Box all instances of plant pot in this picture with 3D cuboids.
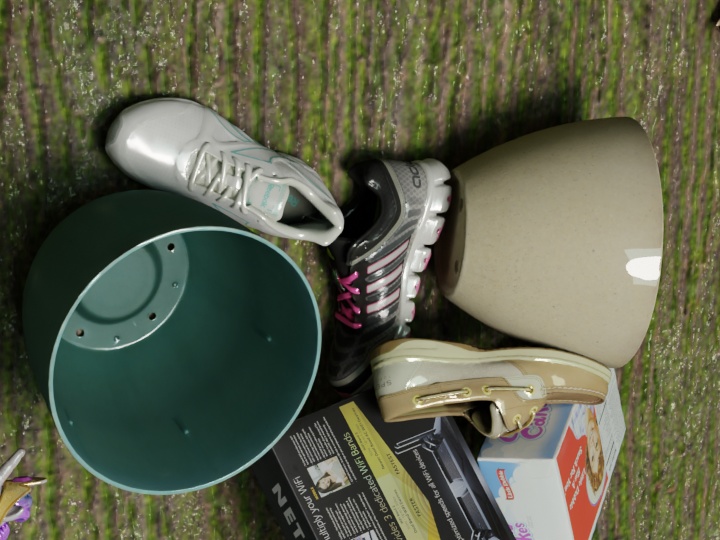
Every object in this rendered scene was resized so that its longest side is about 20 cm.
[{"bbox_3d":[-0.150,0.034,1.349,0.199,0.161,0.202,-11,116,-23],"label":"plant pot"}]

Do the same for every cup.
[{"bbox_3d":[0.139,-0.026,1.496,0.142,0.200,0.202,3,108,-12],"label":"cup"}]

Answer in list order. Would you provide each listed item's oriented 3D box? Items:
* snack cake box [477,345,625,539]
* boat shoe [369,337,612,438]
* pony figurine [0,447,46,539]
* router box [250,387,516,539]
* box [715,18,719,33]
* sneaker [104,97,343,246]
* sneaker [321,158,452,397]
[{"bbox_3d":[0.163,0.144,1.565,0.200,0.067,0.116,-59,142,-53],"label":"snack cake box"},{"bbox_3d":[0.102,0.097,1.467,0.199,0.074,0.067,5,71,-16],"label":"boat shoe"},{"bbox_3d":[-0.332,0.211,1.338,0.199,0.166,0.195,8,97,-16],"label":"pony figurine"},{"bbox_3d":[0.025,0.194,1.452,0.157,0.052,0.201,-19,74,-30],"label":"router box"},{"bbox_3d":[0.417,-0.242,1.630,0.199,0.021,0.164,16,115,-39],"label":"box"},{"bbox_3d":[-0.093,-0.072,1.395,0.199,0.080,0.071,19,100,-33],"label":"sneaker"},{"bbox_3d":[0.000,0.000,1.483,0.087,0.074,0.201,15,99,-29],"label":"sneaker"}]
